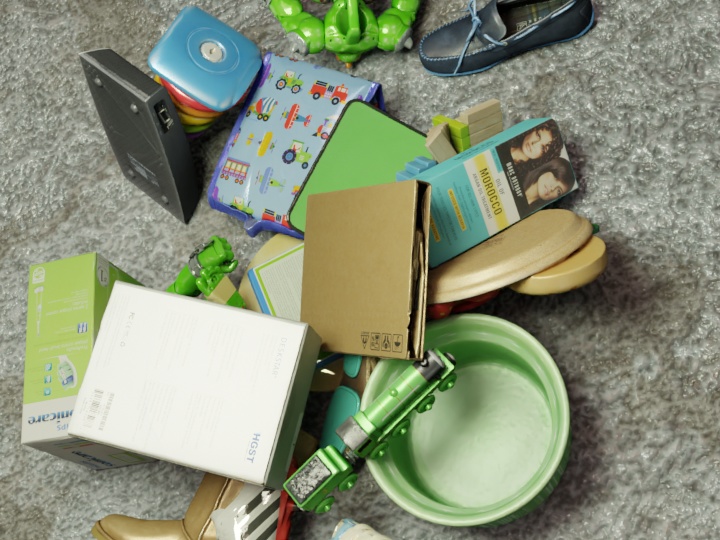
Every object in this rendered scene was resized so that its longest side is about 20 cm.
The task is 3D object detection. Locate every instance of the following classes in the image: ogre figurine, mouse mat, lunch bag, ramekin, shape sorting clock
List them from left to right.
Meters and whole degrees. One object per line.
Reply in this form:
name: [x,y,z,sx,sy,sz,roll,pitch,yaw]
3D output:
ogre figurine: [-0.170,0.078,1.141,0.120,0.098,0.200,-27,84,37]
lunch bag: [-0.075,-0.125,1.194,0.150,0.094,0.200,20,72,25]
shape sorting clock: [-0.037,0.034,1.158,0.200,0.039,0.200,-5,69,14]
ogre figurine: [-0.019,-0.306,1.239,0.200,0.098,0.120,3,69,-24]
mouse mat: [0.041,-0.072,1.138,0.200,0.008,0.161,29,82,-3]
ramekin: [0.108,0.150,1.028,0.200,0.098,0.200,-7,67,17]

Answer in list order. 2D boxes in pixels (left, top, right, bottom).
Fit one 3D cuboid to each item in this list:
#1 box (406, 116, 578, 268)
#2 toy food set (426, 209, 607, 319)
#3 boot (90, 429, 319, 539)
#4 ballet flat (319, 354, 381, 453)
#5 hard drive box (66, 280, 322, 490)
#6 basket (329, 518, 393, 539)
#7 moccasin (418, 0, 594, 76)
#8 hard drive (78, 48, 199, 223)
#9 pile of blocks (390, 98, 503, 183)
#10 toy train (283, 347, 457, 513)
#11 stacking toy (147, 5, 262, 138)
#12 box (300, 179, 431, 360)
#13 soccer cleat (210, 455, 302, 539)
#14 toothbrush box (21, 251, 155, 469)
box: [0.121,-0.079,1.070,0.200,0.082,0.049,-29,15,-25]
toy food set: [0.137,-0.007,1.038,0.200,0.198,0.049,-21,102,10]
boot: [-0.162,0.228,1.118,0.175,0.066,0.200,25,80,14]
ballet flat: [0.010,0.117,1.082,0.070,0.065,0.200,34,113,59]
hard drive box: [-0.155,0.110,1.024,0.200,0.077,0.156,13,77,12]
basket: [0.026,0.326,0.953,0.176,0.139,0.200,-51,31,-3]
moccasin: [0.156,-0.281,1.196,0.200,0.068,0.081,-19,65,12]
hard drive: [-0.248,-0.156,1.227,0.135,0.200,0.042,36,64,28]
pile of blocks: [0.064,-0.105,1.105,0.200,0.082,0.062,-47,41,-11]
toy train: [0.010,0.144,0.978,0.200,0.056,0.042,-45,61,0]
stacking toy: [-0.204,-0.197,1.249,0.110,0.200,0.116,32,53,-10]
box: [0.000,0.000,1.033,0.200,0.021,0.164,-1,85,58]
soccer cleat: [-0.110,0.270,1.038,0.085,0.069,0.200,11,74,10]
toothbrush box: [-0.289,0.101,1.164,0.086,0.146,0.200,-10,66,15]
